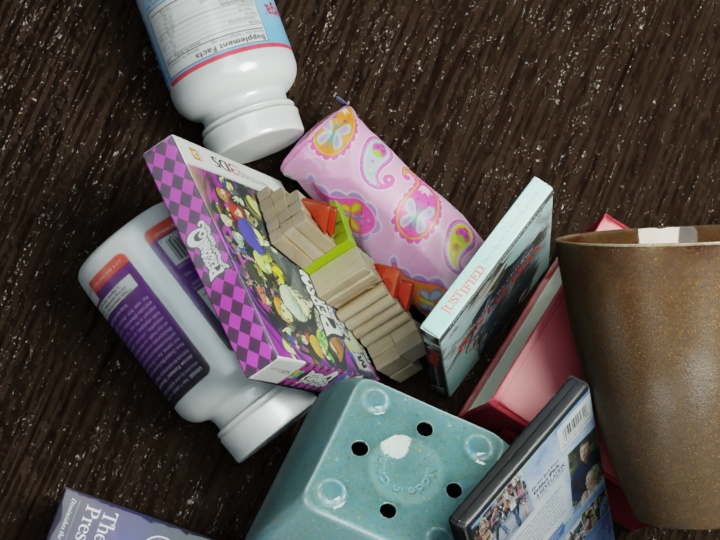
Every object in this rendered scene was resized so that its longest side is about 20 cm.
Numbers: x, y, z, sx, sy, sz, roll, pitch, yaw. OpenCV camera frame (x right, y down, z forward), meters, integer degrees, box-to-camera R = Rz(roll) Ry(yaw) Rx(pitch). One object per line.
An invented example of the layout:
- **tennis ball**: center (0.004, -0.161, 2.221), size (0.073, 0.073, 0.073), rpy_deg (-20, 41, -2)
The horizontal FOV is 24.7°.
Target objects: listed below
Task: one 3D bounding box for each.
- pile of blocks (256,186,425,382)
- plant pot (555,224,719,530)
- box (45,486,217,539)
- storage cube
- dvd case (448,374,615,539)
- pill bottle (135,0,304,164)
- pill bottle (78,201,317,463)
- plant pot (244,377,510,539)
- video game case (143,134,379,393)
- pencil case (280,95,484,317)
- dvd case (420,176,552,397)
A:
- **pile of blocks**: center (0.000, 0.000, 1.323), size (0.062, 0.082, 0.200), rpy_deg (-32, 115, 15)
- **plant pot**: center (0.233, 0.073, 1.149), size (0.187, 0.187, 0.200), rpy_deg (-3, 95, -5)
- **box**: center (-0.199, 0.288, 1.290), size (0.141, 0.079, 0.200), rpy_deg (19, 79, -3)
- **storage cube**: center (0.205, 0.089, 1.306), size (0.180, 0.171, 0.200), rpy_deg (32, 79, 0)
- **dvd case**: center (0.126, 0.186, 1.168), size (0.018, 0.200, 0.143), rpy_deg (27, 59, 34)
- **pill bottle**: center (-0.118, -0.193, 1.363), size (0.109, 0.109, 0.200), rpy_deg (-19, 82, -7)
- **pill bottle**: center (-0.125, 0.051, 1.318), size (0.111, 0.111, 0.200), rpy_deg (-37, 84, -9)
- **plant pot**: center (0.017, 0.193, 1.221), size (0.196, 0.200, 0.196), rpy_deg (24, 55, 5)
- **video game case**: center (-0.074, 0.001, 1.280), size (0.036, 0.181, 0.200), rpy_deg (-33, 69, 17)
- **pencil case**: center (0.026, -0.047, 1.363), size (0.200, 0.087, 0.087), rpy_deg (45, 80, 5)
- **dvd case**: center (0.101, 0.019, 1.296), size (0.022, 0.200, 0.146), rpy_deg (35, 79, 15)
